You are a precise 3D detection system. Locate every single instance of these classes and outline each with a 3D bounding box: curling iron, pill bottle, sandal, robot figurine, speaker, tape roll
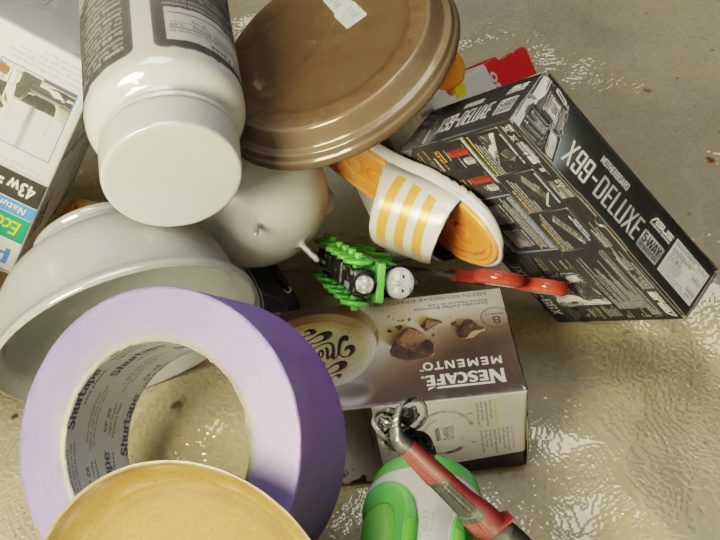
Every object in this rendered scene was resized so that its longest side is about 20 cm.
[{"bbox_3d":[0.081,0.150,0.767,0.025,0.200,0.050,-37,16,31],"label":"curling iron"},{"bbox_3d":[-0.140,-0.136,0.865,0.112,0.114,0.201,-9,50,-4],"label":"pill bottle"},{"bbox_3d":[0.019,-0.050,0.943,0.206,0.080,0.059,34,64,27],"label":"sandal"},{"bbox_3d":[-0.097,-0.082,0.983,0.168,0.113,0.201,7,37,-39],"label":"robot figurine"},{"bbox_3d":[0.033,0.214,0.756,0.087,0.089,0.201,2,43,8],"label":"speaker"},{"bbox_3d":[-0.115,0.114,0.798,0.198,0.085,0.202,-3,82,19],"label":"tape roll"}]

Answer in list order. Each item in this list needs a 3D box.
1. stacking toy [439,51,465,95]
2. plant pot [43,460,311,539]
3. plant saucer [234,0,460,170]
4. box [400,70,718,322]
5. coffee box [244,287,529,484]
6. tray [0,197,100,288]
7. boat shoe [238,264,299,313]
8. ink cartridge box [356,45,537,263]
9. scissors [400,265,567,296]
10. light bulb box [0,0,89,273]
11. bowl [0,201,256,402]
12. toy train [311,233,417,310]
[{"bbox_3d":[0.021,-0.166,0.965,0.109,0.117,0.199,-28,23,-25],"label":"stacking toy"},{"bbox_3d":[-0.101,0.208,0.724,0.198,0.202,0.027,7,8,13],"label":"plant pot"},{"bbox_3d":[-0.023,-0.159,0.907,0.198,0.030,0.202,-16,48,18],"label":"plant saucer"},{"bbox_3d":[0.142,-0.044,0.904,0.050,0.200,0.157,-51,18,-19],"label":"box"},{"bbox_3d":[0.017,0.087,0.899,0.198,0.080,0.114,-6,39,-1],"label":"coffee box"},{"bbox_3d":[-0.248,0.021,1.031,0.098,0.037,0.201,12,44,19],"label":"tray"},{"bbox_3d":[-0.108,-0.020,1.043,0.066,0.071,0.200,-8,38,-27],"label":"boat shoe"},{"bbox_3d":[0.086,-0.104,1.056,0.199,0.117,0.067,-33,13,-39],"label":"ink cartridge box"},{"bbox_3d":[0.087,0.007,0.980,0.072,0.014,0.200,8,-2,-25],"label":"scissors"},{"bbox_3d":[-0.287,-0.142,1.035,0.124,0.201,0.199,27,24,-10],"label":"light bulb box"},{"bbox_3d":[-0.182,0.013,0.898,0.199,0.202,0.091,-17,66,-13],"label":"bowl"},{"bbox_3d":[0.000,0.000,0.955,0.056,0.042,0.200,4,6,-11],"label":"toy train"}]
